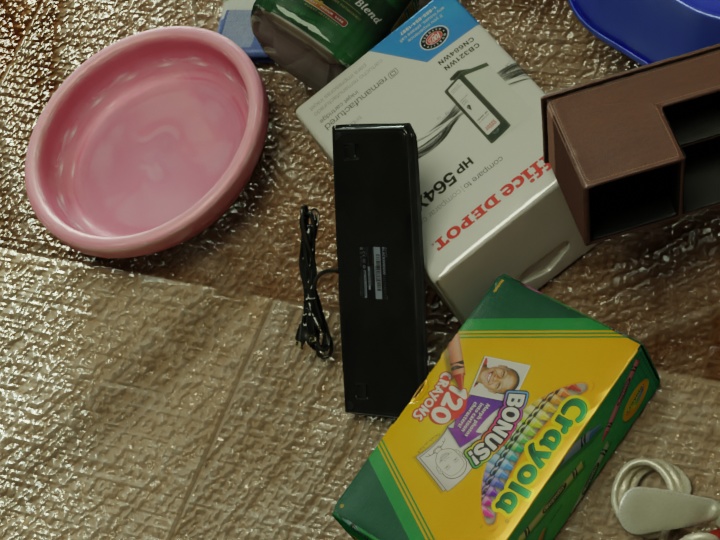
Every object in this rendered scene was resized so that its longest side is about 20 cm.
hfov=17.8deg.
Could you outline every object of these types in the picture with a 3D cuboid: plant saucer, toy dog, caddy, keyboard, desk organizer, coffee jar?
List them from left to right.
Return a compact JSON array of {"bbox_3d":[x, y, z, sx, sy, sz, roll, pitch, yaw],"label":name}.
[{"bbox_3d":[-0.157,-0.091,1.750,0.200,0.051,0.201,-12,56,19],"label":"plant saucer"},{"bbox_3d":[0.000,0.000,1.570,0.127,0.021,0.201,3,97,45],"label":"keyboard"},{"bbox_3d":[0.015,-0.226,1.715,0.104,0.085,0.200,34,70,13],"label":"coffee jar"},{"bbox_3d":[0.187,0.183,1.388,0.132,0.096,0.200,5,62,27],"label":"toy dog"},{"bbox_3d":[0.236,-0.200,1.600,0.200,0.105,0.141,36,64,25],"label":"caddy"},{"bbox_3d":[0.223,-0.091,1.483,0.199,0.072,0.077,-17,56,-5],"label":"desk organizer"}]

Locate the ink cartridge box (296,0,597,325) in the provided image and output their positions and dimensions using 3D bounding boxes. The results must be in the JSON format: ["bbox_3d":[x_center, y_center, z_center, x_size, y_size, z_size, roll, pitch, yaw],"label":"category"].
[{"bbox_3d":[0.071,-0.077,1.613,0.146,0.084,0.200,-39,52,-1],"label":"ink cartridge box"}]

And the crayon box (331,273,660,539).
[{"bbox_3d":[0.090,0.114,1.498,0.119,0.058,0.200,27,74,32],"label":"crayon box"}]

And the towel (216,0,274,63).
[{"bbox_3d":[-0.033,-0.248,1.808,0.146,0.024,0.201,1,63,23],"label":"towel"}]
